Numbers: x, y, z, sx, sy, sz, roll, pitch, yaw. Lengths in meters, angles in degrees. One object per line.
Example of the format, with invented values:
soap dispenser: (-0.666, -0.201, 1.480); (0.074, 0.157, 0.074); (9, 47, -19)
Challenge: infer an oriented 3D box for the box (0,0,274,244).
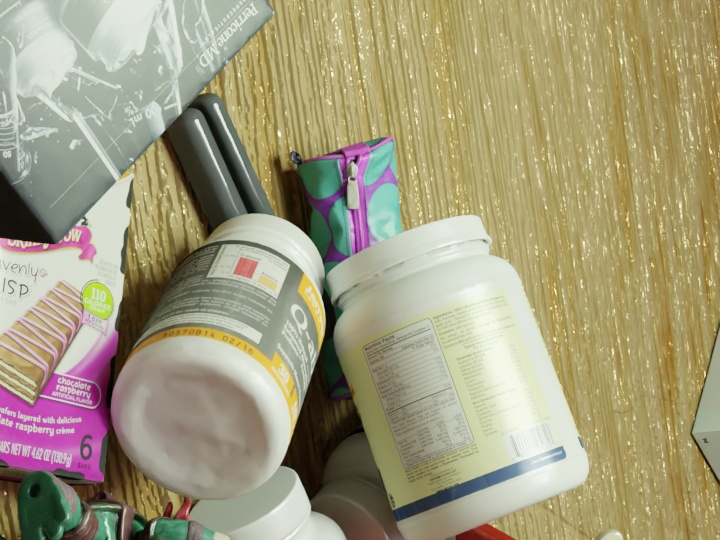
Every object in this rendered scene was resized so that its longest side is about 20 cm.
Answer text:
box: (-0.175, -0.150, 0.765); (0.201, 0.103, 0.183); (-51, 127, -27)

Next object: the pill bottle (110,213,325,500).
pill bottle: (-0.085, 0.049, 0.945); (0.117, 0.115, 0.201); (63, 21, -23)

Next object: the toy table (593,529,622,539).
toy table: (0.189, 0.334, 1.248); (0.184, 0.115, 0.203); (-124, -154, -78)

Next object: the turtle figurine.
turtle figurine: (-0.160, 0.186, 0.868); (0.150, 0.101, 0.200); (-44, 142, 4)

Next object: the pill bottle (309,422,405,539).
pill bottle: (0.039, 0.161, 1.127); (0.200, 0.110, 0.112); (-39, 114, -49)

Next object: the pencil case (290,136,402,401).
pencil case: (0.000, 0.000, 1.124); (0.092, 0.084, 0.203); (80, 2, -89)

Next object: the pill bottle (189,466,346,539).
pill bottle: (-0.045, 0.245, 0.996); (0.112, 0.111, 0.202); (-43, 117, -48)

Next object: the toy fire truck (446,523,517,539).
toy fire truck: (0.108, 0.301, 1.144); (0.111, 0.166, 0.203); (-2, 85, -53)

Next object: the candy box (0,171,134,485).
candy box: (-0.212, 0.021, 0.859); (0.136, 0.060, 0.203); (21, 66, -50)

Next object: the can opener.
can opener: (-0.073, -0.036, 1.052); (0.053, 0.066, 0.202); (-47, 120, -47)

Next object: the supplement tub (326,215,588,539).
supplement tub: (0.065, 0.078, 1.009); (0.144, 0.144, 0.203); (-6, 73, -53)

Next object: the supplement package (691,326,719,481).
supplement package: (0.535, 0.161, 1.731); (0.148, 0.189, 0.201); (54, 45, -31)
